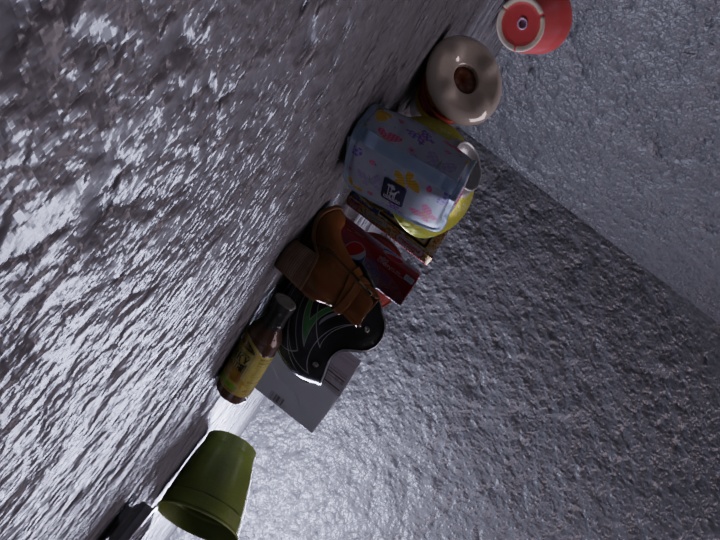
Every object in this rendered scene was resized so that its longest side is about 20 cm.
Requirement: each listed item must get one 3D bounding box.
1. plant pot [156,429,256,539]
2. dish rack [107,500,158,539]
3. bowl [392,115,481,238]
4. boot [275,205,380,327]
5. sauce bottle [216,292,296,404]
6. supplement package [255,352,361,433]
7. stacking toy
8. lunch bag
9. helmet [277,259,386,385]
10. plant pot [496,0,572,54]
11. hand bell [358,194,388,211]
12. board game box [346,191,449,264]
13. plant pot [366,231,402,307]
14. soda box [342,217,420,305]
[{"bbox_3d":[-0.329,0.480,1.472,0.202,0.196,0.196,-57,-171,51],"label":"plant pot"},{"bbox_3d":[-0.406,0.462,1.031,0.201,0.043,0.173,-55,178,-41],"label":"dish rack"},{"bbox_3d":[0.135,-0.162,1.067,0.106,0.202,0.202,-7,-144,44],"label":"bowl"},{"bbox_3d":[-0.028,-0.006,0.991,0.074,0.153,0.201,-55,178,39],"label":"boot"},{"bbox_3d":[-0.170,0.127,1.066,0.203,0.064,0.065,-58,177,19],"label":"sauce bottle"},{"bbox_3d":[-0.126,0.200,1.330,0.111,0.198,0.157,-50,176,-47],"label":"supplement package"},{"bbox_3d":[0.145,-0.307,1.147,0.148,0.145,0.199,-54,-167,-16],"label":"stacking toy"},{"bbox_3d":[0.067,-0.143,0.907,0.130,0.166,0.200,-62,177,9],"label":"lunch bag"},{"bbox_3d":[-0.063,0.088,1.135,0.185,0.206,0.200,-17,169,-11],"label":"helmet"},{"bbox_3d":[0.476,-0.699,1.815,0.177,0.200,0.202,-36,165,-50],"label":"plant pot"},{"bbox_3d":[0.061,-0.213,1.181,0.105,0.102,0.203,-56,-170,44],"label":"hand bell"},{"bbox_3d":[0.093,-0.134,1.260,0.153,0.198,0.046,-53,178,-19],"label":"board game box"},{"bbox_3d":[0.000,0.000,1.596,0.203,0.199,0.195,-55,170,5],"label":"plant pot"},{"bbox_3d":[0.020,-0.022,1.257,0.064,0.198,0.070,-54,178,17],"label":"soda box"}]
